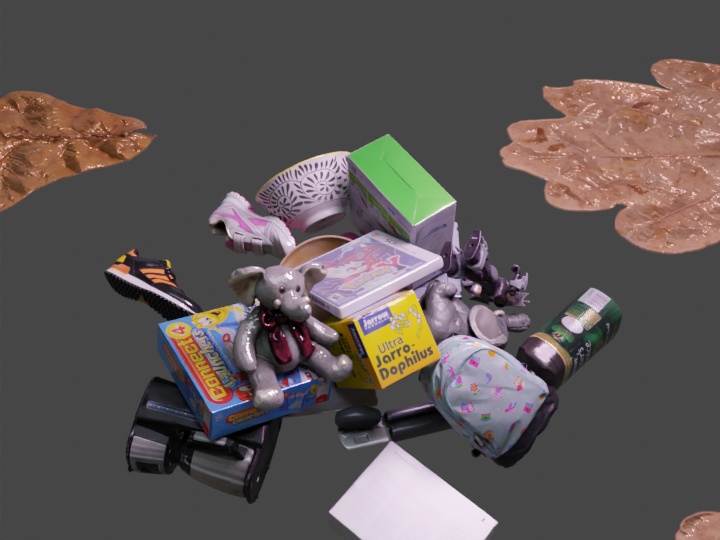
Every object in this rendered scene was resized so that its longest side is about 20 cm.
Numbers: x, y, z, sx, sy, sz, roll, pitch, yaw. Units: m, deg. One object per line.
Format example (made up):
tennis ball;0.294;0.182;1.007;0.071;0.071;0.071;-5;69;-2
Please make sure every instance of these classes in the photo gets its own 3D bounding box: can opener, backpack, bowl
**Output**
can opener;0.058;0.237;1.319;0.198;0.067;0.053;-7;50;-16
backpack;0.190;0.182;1.266;0.200;0.126;0.168;39;79;-14
bowl;-0.084;-0.128;1.545;0.199;0.201;0.095;-22;80;-20

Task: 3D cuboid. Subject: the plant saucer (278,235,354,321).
plant saucer;-0.056;0.041;1.446;0.198;0.035;0.203;-3;74;11

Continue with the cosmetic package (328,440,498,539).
cosmetic package;0.075;0.366;1.219;0.199;0.052;0.151;34;59;22

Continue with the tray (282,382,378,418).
tray;-0.077;0.191;1.370;0.198;0.022;0.108;-6;51;-8

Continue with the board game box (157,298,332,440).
board game box;-0.174;0.136;1.249;0.194;0.056;0.200;-14;43;-31

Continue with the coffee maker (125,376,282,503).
coffee maker;-0.227;0.235;1.267;0.198;0.136;0.193;14;36;6

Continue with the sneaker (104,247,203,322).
sneaker;-0.343;0.021;1.458;0.198;0.070;0.090;24;56;17

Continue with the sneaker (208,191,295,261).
sneaker;-0.198;-0.060;1.535;0.199;0.082;0.088;30;59;27

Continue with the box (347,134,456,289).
box;0.067;-0.100;1.471;0.096;0.177;0.200;-29;55;-19

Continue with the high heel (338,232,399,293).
high heel;0.025;0.002;1.510;0.199;0.068;0.095;37;35;28

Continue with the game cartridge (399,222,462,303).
game cartridge;0.116;-0.013;1.541;0.132;0.041;0.202;6;51;-4

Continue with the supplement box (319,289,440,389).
supplement box;0.018;0.109;1.287;0.108;0.200;0.110;-25;93;-22

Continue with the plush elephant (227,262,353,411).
plush elephant;-0.106;0.065;1.181;0.163;0.156;0.200;-13;43;-30

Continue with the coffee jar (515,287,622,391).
coffee jar;0.343;0.121;1.402;0.199;0.105;0.085;-35;58;-27

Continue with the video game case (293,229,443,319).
video game case;0.000;0.000;1.335;0.199;0.023;0.182;-26;29;-26

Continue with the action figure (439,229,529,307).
action figure;0.215;0.010;1.438;0.129;0.200;0.070;-7;60;34

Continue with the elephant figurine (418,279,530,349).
elephant figurine;0.188;0.105;1.400;0.198;0.142;0.156;25;81;-3
